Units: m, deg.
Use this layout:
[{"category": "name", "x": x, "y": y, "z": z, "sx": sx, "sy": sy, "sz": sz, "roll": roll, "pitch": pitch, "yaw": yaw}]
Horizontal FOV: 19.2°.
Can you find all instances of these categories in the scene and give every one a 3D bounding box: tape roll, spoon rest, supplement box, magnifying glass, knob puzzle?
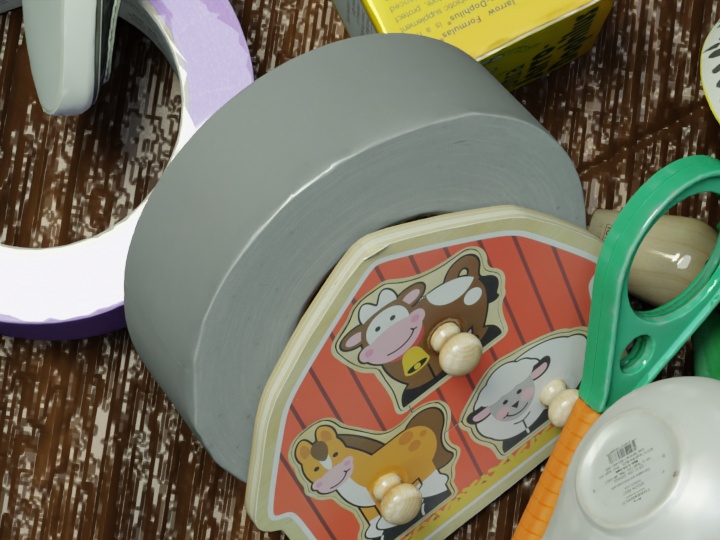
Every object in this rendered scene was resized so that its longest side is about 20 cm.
[{"category": "tape roll", "x": 0.000, "y": 0.000, "z": 0.919, "sx": 0.200, "sy": 0.201, "sz": 0.066, "roll": -37, "pitch": 51, "yaw": -6}, {"category": "tape roll", "x": -0.147, "y": -0.071, "z": 0.998, "sx": 0.198, "sy": 0.066, "sz": 0.202, "roll": 0, "pitch": 82, "yaw": 0}, {"category": "spoon rest", "x": 0.090, "y": 0.114, "z": 0.912, "sx": 0.199, "sy": 0.061, "sz": 0.100, "roll": -29, "pitch": 49, "yaw": 23}, {"category": "supplement box", "x": 0.025, "y": -0.180, "z": 0.995, "sx": 0.109, "sy": 0.109, "sz": 0.201, "roll": -26, "pitch": 83, "yaw": -4}, {"category": "magnifying glass", "x": 0.116, "y": 0.042, "z": 0.943, "sx": 0.022, "sy": 0.079, "sz": 0.201, "roll": 41, "pitch": 114, "yaw": 41}, {"category": "knob puzzle", "x": 0.036, "y": 0.053, "z": 0.921, "sx": 0.219, "sy": 0.220, "sz": 0.030, "roll": -37, "pitch": 50, "yaw": -6}]

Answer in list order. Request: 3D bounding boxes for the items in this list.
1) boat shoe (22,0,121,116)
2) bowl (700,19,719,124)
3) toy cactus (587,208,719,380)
[{"category": "boat shoe", "x": -0.111, "y": -0.168, "z": 0.944, "sx": 0.063, "sy": 0.071, "sz": 0.202, "roll": 2, "pitch": 93, "yaw": -24}, {"category": "bowl", "x": 0.260, "y": -0.102, "z": 0.940, "sx": 0.199, "sy": 0.095, "sz": 0.202, "roll": 10, "pitch": 41, "yaw": -9}, {"category": "toy cactus", "x": 0.183, "y": 0.009, "z": 0.984, "sx": 0.163, "sy": 0.102, "sz": 0.202, "roll": 14, "pitch": 91, "yaw": 12}]
